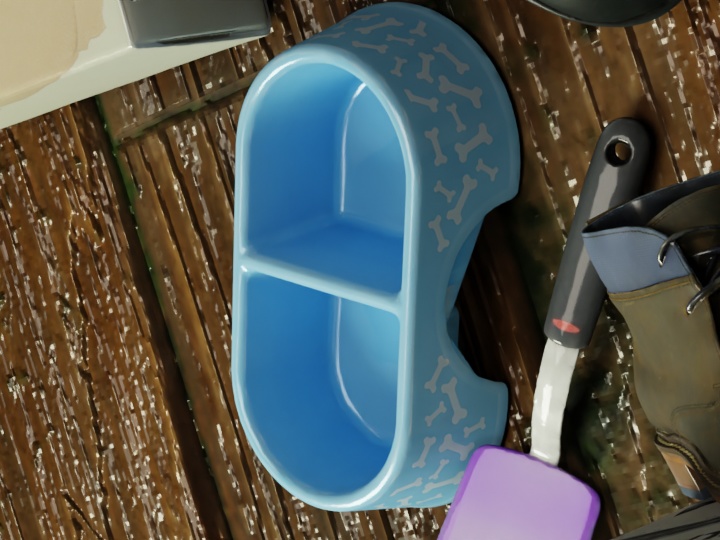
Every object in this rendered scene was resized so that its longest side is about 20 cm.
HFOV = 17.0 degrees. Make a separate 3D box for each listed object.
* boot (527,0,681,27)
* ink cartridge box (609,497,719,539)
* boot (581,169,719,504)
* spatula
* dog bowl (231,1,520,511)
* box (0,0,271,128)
[{"bbox_3d":[0.036,-0.146,0.731,0.073,0.162,0.198,-42,98,7],"label":"boot"},{"bbox_3d":[0.134,0.108,0.713,0.144,0.200,0.084,-18,88,44],"label":"ink cartridge box"},{"bbox_3d":[0.116,0.015,0.735,0.097,0.075,0.200,61,167,1],"label":"boot"},{"bbox_3d":[0.072,0.039,0.874,0.057,0.021,0.200,22,114,20],"label":"spatula"},{"bbox_3d":[0.000,0.000,0.916,0.111,0.050,0.200,17,111,40],"label":"dog bowl"},{"bbox_3d":[-0.138,-0.114,0.995,0.200,0.078,0.095,-16,89,44],"label":"box"}]
